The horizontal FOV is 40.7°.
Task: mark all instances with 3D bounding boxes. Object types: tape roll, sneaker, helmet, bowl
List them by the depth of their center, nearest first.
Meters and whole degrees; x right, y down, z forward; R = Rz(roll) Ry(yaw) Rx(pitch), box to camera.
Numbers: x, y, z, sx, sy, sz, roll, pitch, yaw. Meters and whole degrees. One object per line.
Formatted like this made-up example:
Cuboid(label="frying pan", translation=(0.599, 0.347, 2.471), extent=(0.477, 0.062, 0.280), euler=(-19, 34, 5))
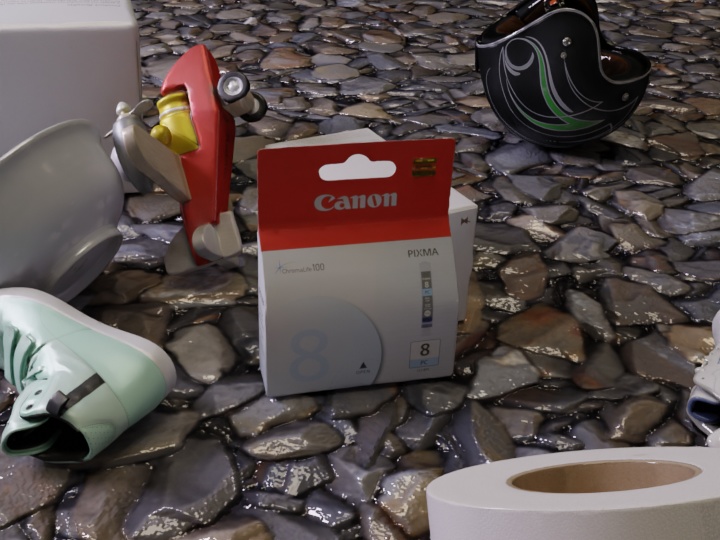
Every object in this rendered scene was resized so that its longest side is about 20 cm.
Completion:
Cuboid(label="tape roll", translation=(0.137, 0.131, 0.543), extent=(0.202, 0.037, 0.203), euler=(-5, -4, 0))
Cuboid(label="sneaker", translation=(-0.255, 0.079, 0.735), extent=(0.200, 0.074, 0.118), euler=(14, 33, 20))
Cuboid(label="sneaker", translation=(0.303, 0.087, 0.776), extent=(0.087, 0.075, 0.200), euler=(2, 29, 8))
Cuboid(label="bowl", translation=(-0.273, -0.029, 0.846), extent=(0.090, 0.201, 0.201), euler=(43, 38, 2))
Cuboid(label="helmet", translation=(0.259, -0.251, 1.238), extent=(0.200, 0.191, 0.200), euler=(-30, 20, 13))

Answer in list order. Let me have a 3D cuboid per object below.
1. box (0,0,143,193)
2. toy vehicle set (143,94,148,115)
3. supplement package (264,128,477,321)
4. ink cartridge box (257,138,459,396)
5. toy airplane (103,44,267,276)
Cuboid(label="box", translation=(-0.348, -0.202, 1.090), extent=(0.198, 0.201, 0.171), euler=(-5, 29, -15))
Cuboid(label="toy vehicle set", translation=(-0.399, -0.218, 1.285), extent=(0.200, 0.027, 0.124), euler=(-20, 37, -34))
Cuboid(label="supplement package", translation=(0.002, -0.038, 0.913), extent=(0.119, 0.122, 0.200), euler=(-13, 33, -26))
Cuboid(label="ink cartridge box", translation=(0.000, 0.000, 0.767), extent=(0.159, 0.201, 0.047), euler=(-5, 30, -12))
Cuboid(label="toy airplane", translation=(-0.173, -0.092, 0.935), extent=(0.141, 0.201, 0.199), euler=(3, 37, 10))
